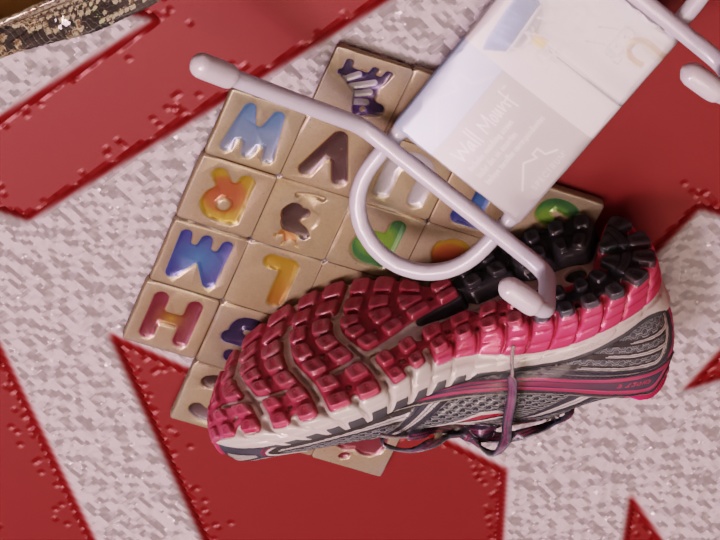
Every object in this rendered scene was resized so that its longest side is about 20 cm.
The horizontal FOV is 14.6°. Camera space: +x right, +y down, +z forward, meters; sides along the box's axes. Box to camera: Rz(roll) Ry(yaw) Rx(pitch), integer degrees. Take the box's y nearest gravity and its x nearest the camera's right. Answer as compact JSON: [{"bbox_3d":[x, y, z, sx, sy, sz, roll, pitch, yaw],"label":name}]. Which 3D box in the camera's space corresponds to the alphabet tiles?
[{"bbox_3d":[0.000,0.000,1.186,0.166,0.006,0.200,17,122,-15],"label":"alphabet tiles"}]

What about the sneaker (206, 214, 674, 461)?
[{"bbox_3d":[0.033,0.046,1.169,0.200,0.081,0.075,-15,126,6],"label":"sneaker"}]

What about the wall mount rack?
[{"bbox_3d":[0.043,-0.081,1.089,0.174,0.075,0.200,37,110,-7],"label":"wall mount rack"}]

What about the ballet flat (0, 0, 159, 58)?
[{"bbox_3d":[-0.132,-0.115,1.053,0.200,0.068,0.075,-23,160,15],"label":"ballet flat"}]
